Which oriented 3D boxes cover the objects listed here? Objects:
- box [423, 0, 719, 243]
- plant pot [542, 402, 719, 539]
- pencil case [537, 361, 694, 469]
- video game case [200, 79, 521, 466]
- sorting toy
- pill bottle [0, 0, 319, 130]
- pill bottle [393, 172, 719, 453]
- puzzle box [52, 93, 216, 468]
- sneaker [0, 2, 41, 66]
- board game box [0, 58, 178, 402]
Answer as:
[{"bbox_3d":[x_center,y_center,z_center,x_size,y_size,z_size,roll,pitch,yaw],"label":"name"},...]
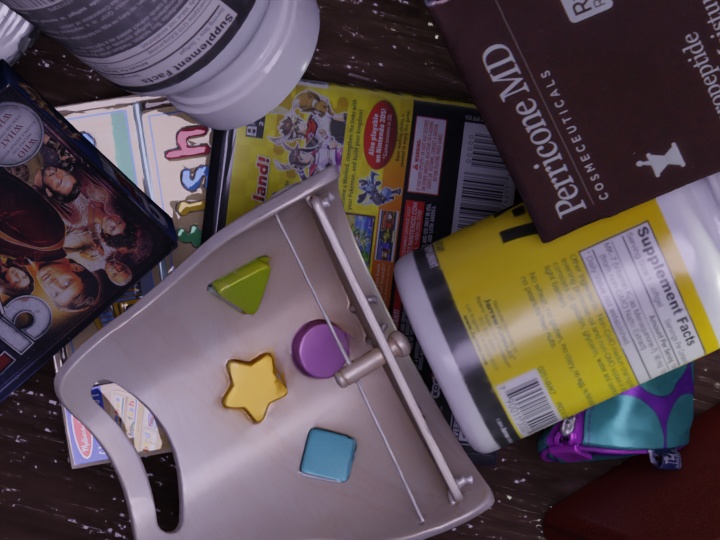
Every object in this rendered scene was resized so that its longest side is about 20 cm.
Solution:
[{"bbox_3d":[0.141,-0.153,1.484,0.200,0.164,0.166,-23,127,8],"label":"box"},{"bbox_3d":[0.243,0.172,1.611,0.200,0.176,0.200,-32,92,-5],"label":"plant pot"},{"bbox_3d":[0.139,0.008,1.638,0.092,0.085,0.201,-4,94,-52],"label":"pencil case"},{"bbox_3d":[0.000,0.000,1.632,0.180,0.025,0.201,6,91,-19],"label":"video game case"},{"bbox_3d":[-0.058,0.066,1.558,0.180,0.107,0.200,-27,103,-6],"label":"sorting toy"},{"bbox_3d":[-0.117,-0.159,1.520,0.200,0.116,0.117,35,88,-43],"label":"pill bottle"},{"bbox_3d":[0.128,0.005,1.538,0.200,0.114,0.114,-25,97,4],"label":"pill bottle"},{"bbox_3d":[-0.111,0.000,1.633,0.133,0.025,0.201,-10,95,-7],"label":"puzzle box"},{"bbox_3d":[-0.230,-0.127,1.585,0.099,0.078,0.200,33,88,-5],"label":"sneaker"},{"bbox_3d":[-0.214,0.002,1.570,0.200,0.035,0.135,-41,119,9],"label":"board game box"}]
